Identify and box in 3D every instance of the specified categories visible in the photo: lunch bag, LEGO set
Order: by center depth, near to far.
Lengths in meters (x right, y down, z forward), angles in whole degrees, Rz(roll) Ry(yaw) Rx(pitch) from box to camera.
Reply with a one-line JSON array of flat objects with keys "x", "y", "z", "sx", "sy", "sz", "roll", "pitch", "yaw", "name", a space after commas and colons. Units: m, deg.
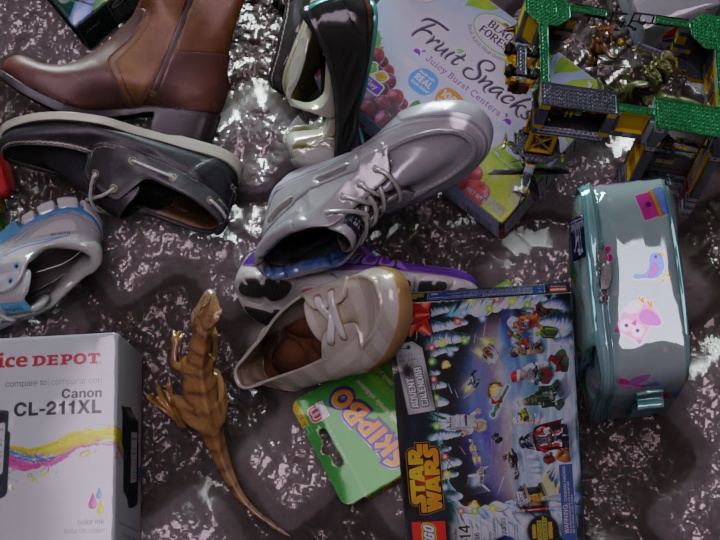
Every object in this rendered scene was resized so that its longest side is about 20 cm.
[{"x": 0.193, "y": 0.029, "z": 1.190, "sx": 0.076, "sy": 0.200, "sz": 0.162, "roll": -3, "pitch": 76, "yaw": 6, "name": "lunch bag"}, {"x": 0.192, "y": -0.120, "z": 1.251, "sx": 0.198, "sy": 0.116, "sz": 0.155, "roll": 1, "pitch": 55, "yaw": -11, "name": "LEGO set"}]

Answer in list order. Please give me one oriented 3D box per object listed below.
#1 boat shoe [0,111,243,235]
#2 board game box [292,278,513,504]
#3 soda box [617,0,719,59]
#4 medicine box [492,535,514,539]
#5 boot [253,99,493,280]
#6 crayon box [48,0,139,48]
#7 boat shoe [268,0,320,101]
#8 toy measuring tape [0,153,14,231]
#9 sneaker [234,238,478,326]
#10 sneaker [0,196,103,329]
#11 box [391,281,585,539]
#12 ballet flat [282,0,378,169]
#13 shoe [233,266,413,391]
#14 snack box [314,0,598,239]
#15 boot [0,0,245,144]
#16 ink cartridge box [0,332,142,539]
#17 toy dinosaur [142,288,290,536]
[{"x": -0.196, "y": -0.078, "z": 1.311, "sx": 0.198, "sy": 0.072, "sz": 0.068, "roll": 13, "pitch": 64, "yaw": -3, "name": "boat shoe"}, {"x": 0.053, "y": 0.097, "z": 1.276, "sx": 0.199, "sy": 0.030, "sz": 0.096, "roll": -28, "pitch": 72, "yaw": -5, "name": "board game box"}, {"x": 0.229, "y": -0.281, "z": 1.343, "sx": 0.068, "sy": 0.063, "sz": 0.201, "roll": -17, "pitch": 73, "yaw": 2, "name": "soda box"}, {"x": 0.094, "y": 0.298, "z": 1.117, "sx": 0.102, "sy": 0.182, "sz": 0.201, "roll": -30, "pitch": 80, "yaw": 10, "name": "medicine box"}, {"x": 0.009, "y": -0.051, "z": 1.215, "sx": 0.199, "sy": 0.074, "sz": 0.096, "roll": -25, "pitch": 31, "yaw": 30, "name": "boot"}, {"x": -0.249, "y": -0.307, "z": 1.410, "sx": 0.126, "sy": 0.052, "sz": 0.200, "roll": -39, "pitch": 74, "yaw": -5, "name": "crayon box"}, {"x": -0.044, "y": -0.234, "z": 1.361, "sx": 0.065, "sy": 0.072, "sz": 0.202, "roll": 13, "pitch": 71, "yaw": 15, "name": "boat shoe"}, {"x": -0.333, "y": -0.107, "z": 1.353, "sx": 0.073, "sy": 0.074, "sz": 0.201, "roll": -18, "pitch": 74, "yaw": 1, "name": "toy measuring tape"}, {"x": 0.000, "y": 0.000, "z": 1.278, "sx": 0.198, "sy": 0.081, "sz": 0.084, "roll": 8, "pitch": 51, "yaw": 16, "name": "sneaker"}, {"x": -0.290, "y": 0.016, "z": 1.295, "sx": 0.199, "sy": 0.075, "sz": 0.087, "roll": -33, "pitch": 31, "yaw": -2, "name": "sneaker"}, {"x": 0.095, "y": 0.114, "z": 1.217, "sx": 0.136, "sy": 0.040, "sz": 0.202, "roll": -4, "pitch": 101, "yaw": 6, "name": "box"}, {"x": -0.026, "y": -0.122, "z": 1.279, "sx": 0.068, "sy": 0.068, "sz": 0.202, "roll": -5, "pitch": 117, "yaw": -13, "name": "ballet flat"}, {"x": -0.029, "y": 0.051, "z": 1.216, "sx": 0.053, "sy": 0.200, "sz": 0.070, "roll": -8, "pitch": 75, "yaw": -36, "name": "shoe"}, {"x": 0.083, "y": -0.143, "z": 1.327, "sx": 0.200, "sy": 0.053, "sz": 0.142, "roll": 39, "pitch": 80, "yaw": 14, "name": "snack box"}, {"x": -0.184, "y": -0.214, "z": 1.334, "sx": 0.187, "sy": 0.068, "sz": 0.202, "roll": 14, "pitch": 90, "yaw": 0, "name": "boot"}, {"x": -0.248, "y": 0.155, "z": 1.264, "sx": 0.144, "sy": 0.083, "sz": 0.202, "roll": -3, "pitch": 75, "yaw": 6, "name": "ink cartridge box"}, {"x": -0.121, "y": 0.111, "z": 1.267, "sx": 0.060, "sy": 0.106, "sz": 0.202, "roll": -21, "pitch": 114, "yaw": -21, "name": "toy dinosaur"}]
